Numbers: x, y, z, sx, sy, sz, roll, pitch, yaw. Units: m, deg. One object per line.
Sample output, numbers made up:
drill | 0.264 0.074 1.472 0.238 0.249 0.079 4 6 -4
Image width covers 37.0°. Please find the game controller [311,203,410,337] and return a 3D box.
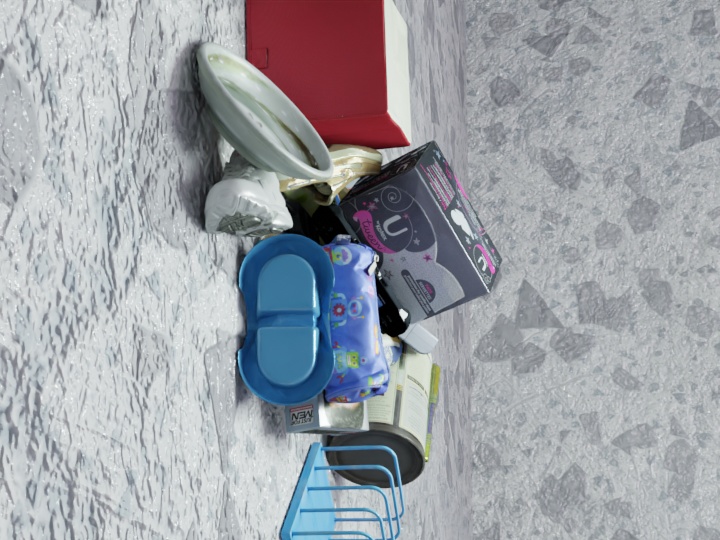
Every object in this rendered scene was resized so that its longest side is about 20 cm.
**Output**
game controller | 0.000 0.000 1.430 0.200 0.042 0.104 56 -6 1

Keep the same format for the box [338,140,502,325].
box | 0.083 -0.049 1.463 0.200 0.132 0.115 59 27 -13

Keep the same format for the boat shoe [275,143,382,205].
boat shoe | -0.048 -0.120 1.381 0.199 0.072 0.077 -4 85 -43

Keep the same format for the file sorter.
file sorter | -0.016 0.344 1.450 0.200 0.122 0.139 -70 154 -63

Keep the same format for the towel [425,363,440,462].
towel | 0.055 0.231 1.759 0.200 0.143 0.023 -80 158 -45

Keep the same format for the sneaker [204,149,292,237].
sneaker | -0.133 -0.091 1.192 0.200 0.078 0.100 26 52 -84

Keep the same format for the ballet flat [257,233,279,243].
ballet flat | -0.092 0.052 1.317 0.070 0.065 0.201 24 63 -73

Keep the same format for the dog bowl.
dog bowl | -0.085 0.060 1.263 0.050 0.111 0.201 95 -6 -76

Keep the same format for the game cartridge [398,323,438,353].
game cartridge | 0.029 0.057 1.608 0.042 0.200 0.133 -52 174 2

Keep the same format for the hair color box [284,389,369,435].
hair color box | -0.048 0.106 1.374 0.099 0.060 0.201 13 68 -50

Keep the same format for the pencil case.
pencil case | -0.011 0.061 1.319 0.078 0.087 0.201 20 62 -65

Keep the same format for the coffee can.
coffee can | 0.034 0.211 1.661 0.200 0.146 0.147 -81 162 -46

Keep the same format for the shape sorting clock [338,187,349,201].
shape sorting clock | 0.018 -0.035 1.609 0.201 0.039 0.200 63 -3 6

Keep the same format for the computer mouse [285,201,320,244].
computer mouse | -0.102 -0.076 1.411 0.200 0.034 0.059 53 24 -56

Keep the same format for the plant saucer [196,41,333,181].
plant saucer | -0.115 -0.163 1.183 0.200 0.050 0.200 43 16 -16

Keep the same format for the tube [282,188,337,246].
tube | -0.062 -0.090 1.520 0.200 0.052 0.058 68 33 -61

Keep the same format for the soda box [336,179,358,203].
soda box | -0.011 -0.093 1.722 0.064 0.068 0.201 -79 162 -59

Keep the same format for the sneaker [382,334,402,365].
sneaker | 0.008 0.129 1.539 0.200 0.075 0.089 32 60 -69

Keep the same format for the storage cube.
storage cube | -0.037 -0.258 1.397 0.171 0.179 0.201 31 57 -75
